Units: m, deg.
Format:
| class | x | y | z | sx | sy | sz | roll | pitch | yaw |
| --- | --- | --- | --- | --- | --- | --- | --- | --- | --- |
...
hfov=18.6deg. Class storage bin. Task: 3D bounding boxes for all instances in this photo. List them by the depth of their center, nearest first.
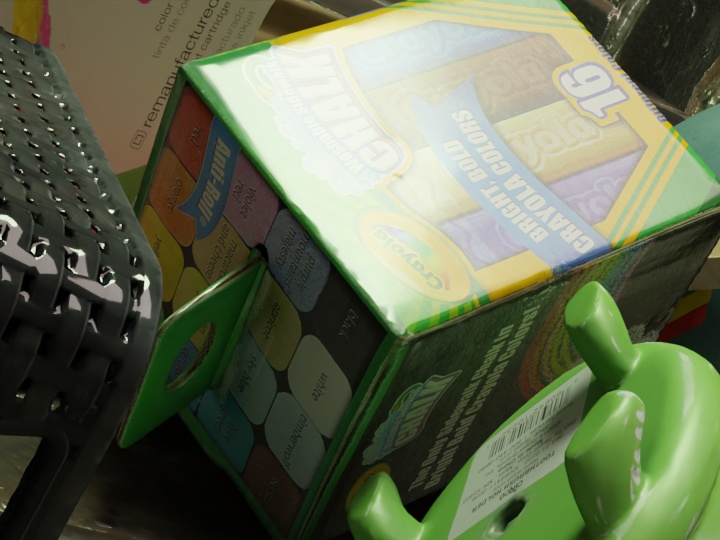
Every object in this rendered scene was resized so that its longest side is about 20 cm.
| class | x | y | z | sx | sy | sz | roll | pitch | yaw |
| --- | --- | --- | --- | --- | --- | --- | --- | --- | --- |
| storage bin | -0.128 | 0.012 | 0.489 | 0.093 | 0.136 | 0.200 | 24 | 13 | -22 |

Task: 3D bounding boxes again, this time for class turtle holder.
| class | x | y | z | sx | sy | sz | roll | pitch | yaw |
| --- | --- | --- | --- | --- | --- | --- | --- | --- | --- |
| turtle holder | 0.075 | 0.102 | 0.594 | 0.132 | 0.141 | 0.186 | 44 | -1 | -12 |

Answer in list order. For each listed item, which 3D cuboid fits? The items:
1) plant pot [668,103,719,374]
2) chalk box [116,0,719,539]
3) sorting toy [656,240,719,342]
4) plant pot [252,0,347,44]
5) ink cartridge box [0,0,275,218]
| class | x | y | z | sx | sy | sz | roll | pitch | yaw |
| --- | --- | --- | --- | --- | --- | --- | --- | --- | --- |
| plant pot | 0.205 | -0.003 | 1.283 | 0.134 | 0.201 | 0.200 | -4 | -6 | 30 |
| chalk box | 0.000 | 0.000 | 0.735 | 0.199 | 0.125 | 0.124 | -19 | 60 | -36 |
| sorting toy | 0.091 | -0.014 | 1.144 | 0.198 | 0.070 | 0.200 | -3 | 25 | -23 |
| plant pot | -0.064 | -0.075 | 1.073 | 0.200 | 0.093 | 0.201 | 16 | 18 | -5 |
| ink cartridge box | -0.151 | -0.084 | 0.819 | 0.200 | 0.146 | 0.087 | 17 | 17 | -48 |
